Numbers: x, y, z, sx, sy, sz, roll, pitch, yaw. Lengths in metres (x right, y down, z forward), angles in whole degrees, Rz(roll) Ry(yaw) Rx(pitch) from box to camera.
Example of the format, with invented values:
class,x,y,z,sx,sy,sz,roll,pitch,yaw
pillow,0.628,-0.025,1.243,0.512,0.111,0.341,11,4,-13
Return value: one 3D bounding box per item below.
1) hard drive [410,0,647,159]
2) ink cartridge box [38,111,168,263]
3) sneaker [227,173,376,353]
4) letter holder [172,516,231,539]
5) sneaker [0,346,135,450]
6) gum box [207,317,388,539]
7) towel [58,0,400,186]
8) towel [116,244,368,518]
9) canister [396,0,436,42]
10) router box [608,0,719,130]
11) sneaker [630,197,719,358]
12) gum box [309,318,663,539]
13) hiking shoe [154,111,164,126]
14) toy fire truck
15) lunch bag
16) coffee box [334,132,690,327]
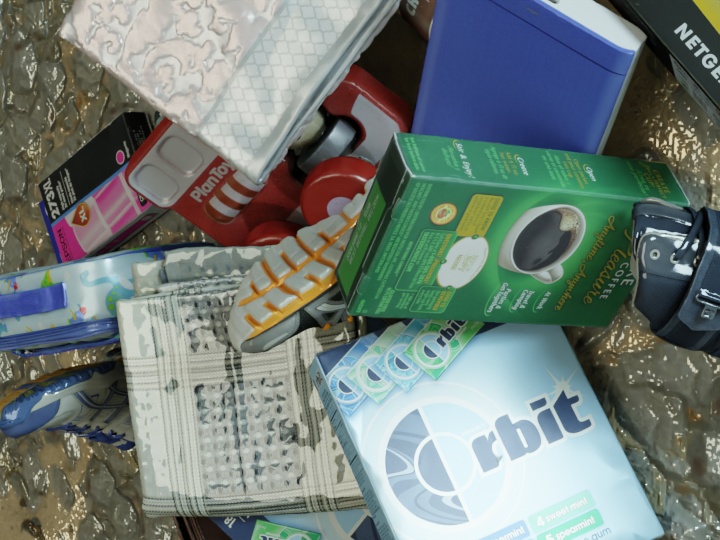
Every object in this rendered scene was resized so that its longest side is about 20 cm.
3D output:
class,x,y,z,sx,sy,sz,roll,pitch,yaw
hard drive,0.100,-0.111,0.856,0.132,0.025,0.200,34,150,15
ink cartridge box,-0.257,-0.065,1.267,0.200,0.037,0.095,-32,74,42
sneaker,0.000,0.000,0.895,0.077,0.200,0.078,58,175,-31
letter holder,-0.130,0.149,1.103,0.100,0.142,0.201,-23,80,41
sneaker,-0.223,0.121,1.147,0.075,0.200,0.089,-6,99,44
gum box,0.001,0.152,0.981,0.170,0.045,0.200,35,81,33
towel,-0.085,-0.190,0.906,0.191,0.032,0.200,39,101,7
towel,-0.084,0.079,0.961,0.192,0.035,0.201,-5,89,20
canister,0.064,-0.240,0.923,0.200,0.086,0.149,47,126,26
router box,0.220,-0.194,0.763,0.157,0.052,0.200,-38,69,7
sneaker,0.238,-0.031,0.760,0.146,0.077,0.203,25,115,3
gum box,0.082,0.122,0.889,0.201,0.169,0.045,65,164,14
hiking shoe,-0.093,-0.112,1.098,0.200,0.074,0.087,-8,96,52
toy fire truck,-0.065,-0.085,0.985,0.168,0.112,0.200,34,129,-17
lunch bag,-0.233,0.026,1.169,0.199,0.160,0.083,-10,88,41
coffee box,0.095,-0.021,0.835,0.044,0.199,0.123,-109,31,-41
